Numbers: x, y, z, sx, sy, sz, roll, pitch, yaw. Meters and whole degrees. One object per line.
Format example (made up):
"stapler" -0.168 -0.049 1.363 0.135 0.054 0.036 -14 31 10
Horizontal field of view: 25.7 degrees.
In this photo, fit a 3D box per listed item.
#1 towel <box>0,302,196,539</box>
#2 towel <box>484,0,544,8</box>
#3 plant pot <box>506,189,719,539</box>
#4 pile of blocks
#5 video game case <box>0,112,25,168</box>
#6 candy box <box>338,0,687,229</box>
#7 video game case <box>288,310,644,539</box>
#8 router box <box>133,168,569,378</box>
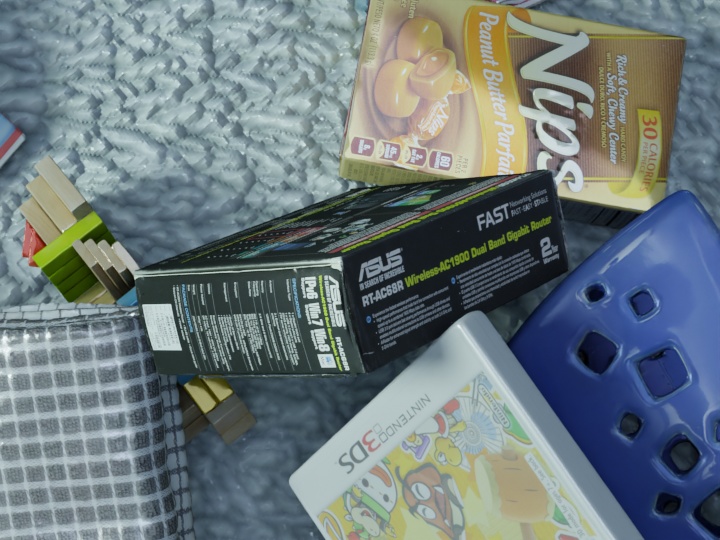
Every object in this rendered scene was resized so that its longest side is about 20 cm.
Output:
"towel" -0.199 0.107 0.883 0.198 0.086 0.167 -6 99 7
"towel" 0.096 -0.275 1.024 0.146 0.030 0.201 -30 82 -7
"plant pot" 0.152 0.093 0.882 0.179 0.200 0.201 -32 83 1
"pile of blocks" -0.146 0.030 0.936 0.062 0.082 0.200 -39 84 -8
"video game case" -0.315 -0.091 0.929 0.143 0.017 0.200 -51 120 -9
"candy box" 0.093 -0.100 0.980 0.199 0.055 0.116 10 80 0
"video game case" 0.064 0.148 0.812 0.023 0.182 0.201 -24 74 -44
"router box" 0.000 0.000 0.864 0.200 0.149 0.063 -24 105 -48
